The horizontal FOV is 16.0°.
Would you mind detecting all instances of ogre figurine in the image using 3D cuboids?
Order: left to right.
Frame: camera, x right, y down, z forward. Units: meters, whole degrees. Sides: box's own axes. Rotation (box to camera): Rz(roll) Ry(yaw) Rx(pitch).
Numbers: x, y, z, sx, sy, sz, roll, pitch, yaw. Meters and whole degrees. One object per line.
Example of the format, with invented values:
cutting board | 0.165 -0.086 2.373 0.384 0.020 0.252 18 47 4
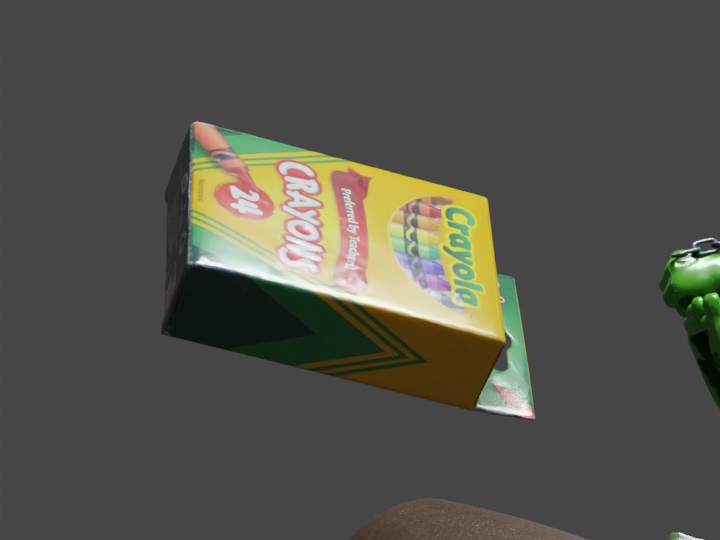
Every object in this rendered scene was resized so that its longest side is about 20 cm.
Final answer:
ogre figurine | 0.253 0.053 1.355 0.119 0.099 0.200 -17 33 -21

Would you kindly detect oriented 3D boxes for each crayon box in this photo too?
crayon box | 0.000 0.000 1.313 0.198 0.051 0.127 14 35 -14

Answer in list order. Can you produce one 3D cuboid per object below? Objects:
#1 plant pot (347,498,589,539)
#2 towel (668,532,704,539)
plant pot | 0.071 0.180 1.022 0.186 0.188 0.200 -6 28 -36
towel | 0.211 0.208 1.100 0.198 0.031 0.150 17 71 -4
